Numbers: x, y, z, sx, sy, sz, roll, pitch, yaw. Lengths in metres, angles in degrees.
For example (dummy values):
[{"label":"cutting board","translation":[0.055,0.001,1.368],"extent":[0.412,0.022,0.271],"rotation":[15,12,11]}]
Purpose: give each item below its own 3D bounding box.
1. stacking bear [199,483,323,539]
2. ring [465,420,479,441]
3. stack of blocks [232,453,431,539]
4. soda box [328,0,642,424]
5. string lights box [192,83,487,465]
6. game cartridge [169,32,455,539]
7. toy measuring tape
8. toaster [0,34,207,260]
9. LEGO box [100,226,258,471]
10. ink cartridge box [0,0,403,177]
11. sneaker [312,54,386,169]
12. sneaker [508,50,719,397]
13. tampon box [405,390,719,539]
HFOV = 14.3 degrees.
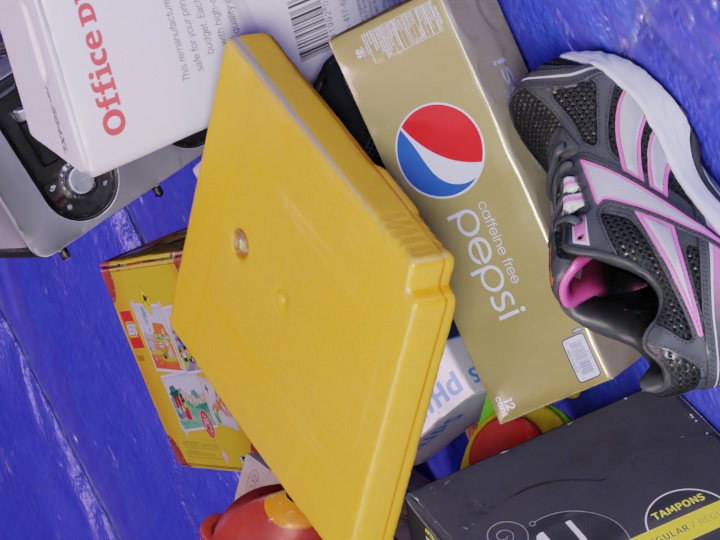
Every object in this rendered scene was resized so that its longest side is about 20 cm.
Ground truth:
[{"label":"stacking bear","translation":[-0.019,0.182,1.371],"extent":[0.200,0.121,0.114],"rotation":[-113,21,-45]},{"label":"ring","translation":[0.046,0.099,1.656],"extent":[0.201,0.019,0.201],"rotation":[52,156,34]},{"label":"stack of blocks","translation":[0.025,0.166,1.575],"extent":[0.200,0.115,0.059],"rotation":[32,110,54]},{"label":"soda box","translation":[0.062,-0.035,1.357],"extent":[0.064,0.068,0.201],"rotation":[-23,92,25]},{"label":"string lights box","translation":[0.000,0.000,1.546],"extent":[0.103,0.059,0.201],"rotation":[-39,73,38]},{"label":"game cartridge","translation":[-0.024,0.013,1.362],"extent":[0.200,0.032,0.177],"rotation":[51,138,41]},{"label":"toy measuring tape","translation":[0.078,0.138,1.444],"extent":[0.074,0.073,0.201],"rotation":[142,146,-70]},{"label":"toaster","translation":[-0.178,-0.094,1.762],"extent":[0.119,0.180,0.200],"rotation":[60,160,-12]},{"label":"LEGO box","translation":[-0.083,0.046,1.840],"extent":[0.150,0.077,0.200],"rotation":[69,160,-6]},{"label":"ink cartridge box","translation":[-0.083,-0.156,1.436],"extent":[0.084,0.199,0.147],"rotation":[31,140,57]},{"label":"sneaker","translation":[0.029,-0.022,1.431],"extent":[0.200,0.114,0.076],"rotation":[67,162,-6]},{"label":"sneaker","translation":[0.112,-0.021,1.252],"extent":[0.200,0.086,0.081],"rotation":[50,153,43]},{"label":"tampon box","translation":[0.121,0.186,1.367],"extent":[0.126,0.149,0.201],"rotation":[47,153,46]}]
